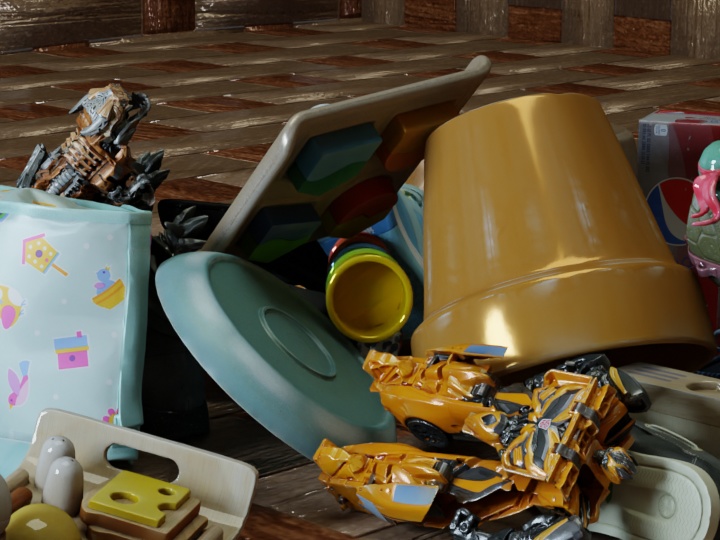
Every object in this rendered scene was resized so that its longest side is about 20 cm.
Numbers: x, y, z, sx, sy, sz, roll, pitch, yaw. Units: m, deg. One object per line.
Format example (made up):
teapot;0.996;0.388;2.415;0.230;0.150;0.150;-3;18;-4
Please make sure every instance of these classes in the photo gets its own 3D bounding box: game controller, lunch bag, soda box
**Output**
game controller;-0.077;-0.022;1.694;0.104;0.042;0.200;16;-7;27
lunch bag;-0.218;0.032;1.429;0.198;0.172;0.122;7;4;31
soda box;0.240;-0.014;1.595;0.069;0.202;0.063;5;13;20

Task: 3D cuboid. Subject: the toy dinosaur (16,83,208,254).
toy dinosaur;-0.196;-0.047;1.551;0.135;0.103;0.200;5;-32;-40

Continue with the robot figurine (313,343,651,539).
robot figurine;0.073;0.101;1.269;0.199;0.058;0.146;1;53;42

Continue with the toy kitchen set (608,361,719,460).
toy kitchen set;0.280;0.059;1.348;0.179;0.165;0.199;11;16;41

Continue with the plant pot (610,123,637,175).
plant pot;0.155;-0.025;1.710;0.198;0.177;0.200;-1;12;0

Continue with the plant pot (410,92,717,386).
plant pot;0.120;-0.011;1.445;0.198;0.185;0.200;-11;-15;-3

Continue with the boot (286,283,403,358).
boot;-0.044;0.045;1.642;0.152;0.074;0.204;9;5;0

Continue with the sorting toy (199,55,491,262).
sorting toy;-0.012;-0.062;1.483;0.199;0.037;0.185;-23;-19;-39

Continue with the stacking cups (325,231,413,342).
stacking cups;0.000;0.000;1.541;0.060;0.061;0.200;0;11;-4

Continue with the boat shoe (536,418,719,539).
boat shoe;0.157;0.122;1.295;0.067;0.073;0.199;0;14;-38

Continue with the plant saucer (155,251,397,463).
plant saucer;-0.047;0.054;1.392;0.200;0.027;0.200;39;16;-13

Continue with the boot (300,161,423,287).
boot;0.032;-0.042;1.849;0.199;0.146;0.071;3;12;11

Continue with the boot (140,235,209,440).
boot;-0.158;0.033;1.521;0.067;0.132;0.199;-8;14;-30

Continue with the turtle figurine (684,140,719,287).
turtle figurine;0.259;-0.023;1.399;0.100;0.201;0.150;-8;34;12

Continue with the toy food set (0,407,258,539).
toy food set;-0.152;0.128;1.186;0.142;0.061;0.200;14;18;13

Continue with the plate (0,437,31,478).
plate;-0.266;0.136;1.297;0.198;0.026;0.200;1;11;0

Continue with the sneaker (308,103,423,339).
sneaker;0.006;-0.057;1.698;0.079;0.201;0.131;-15;24;15

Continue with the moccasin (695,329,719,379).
moccasin;0.291;0.075;1.501;0.199;0.069;0.080;11;16;41
